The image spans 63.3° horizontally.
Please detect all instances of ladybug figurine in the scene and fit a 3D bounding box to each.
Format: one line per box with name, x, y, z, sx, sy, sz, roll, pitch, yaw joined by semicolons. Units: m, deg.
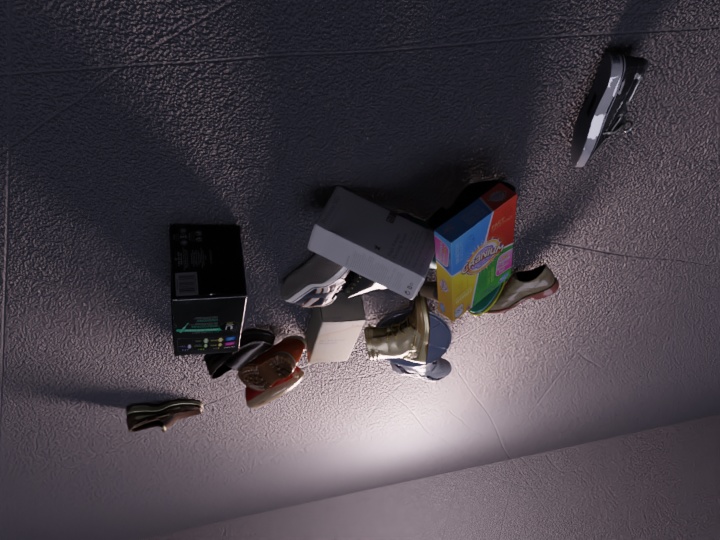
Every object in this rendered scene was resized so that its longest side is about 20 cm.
ladybug figurine;-0.224;0.283;1.479;0.199;0.073;0.135;-31;180;35

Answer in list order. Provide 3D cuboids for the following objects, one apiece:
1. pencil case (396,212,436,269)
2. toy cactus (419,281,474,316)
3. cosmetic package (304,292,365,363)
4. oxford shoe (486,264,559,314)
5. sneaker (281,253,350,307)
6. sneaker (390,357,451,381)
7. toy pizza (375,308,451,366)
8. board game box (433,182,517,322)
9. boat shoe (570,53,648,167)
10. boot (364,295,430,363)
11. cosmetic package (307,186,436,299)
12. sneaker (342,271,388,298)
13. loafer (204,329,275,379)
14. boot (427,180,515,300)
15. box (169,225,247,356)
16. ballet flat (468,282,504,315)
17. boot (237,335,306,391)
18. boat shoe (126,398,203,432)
pencil case;0.132;-0.043;1.111;0.198;0.087;0.092;18;166;-38
toy cactus;0.208;0.042;1.260;0.162;0.104;0.199;7;-170;23
cosmetic package;-0.061;0.133;1.330;0.102;0.074;0.201;-2;147;-16
oxford shoe;0.352;0.039;1.354;0.198;0.071;0.075;-24;120;21
sneaker;-0.068;0.014;1.140;0.079;0.080;0.199;22;145;-36
sneaker;0.188;0.243;1.582;0.197;0.076;0.115;12;144;-28
toy pizza;0.127;0.163;1.448;0.196;0.032;0.203;1;130;2
board game box;0.194;-0.026;0.988;0.152;0.040;0.202;-35;142;-19
boat shoe;0.383;-0.241;0.904;0.067;0.074;0.201;4;138;1
boot;0.084;0.139;1.365;0.152;0.073;0.202;2;133;4
cosmetic package;0.023;-0.047;0.970;0.197;0.102;0.074;26;143;1
sneaker;0.000;0.000;1.139;0.105;0.076;0.201;-19;148;7
loafer;-0.277;0.200;1.357;0.198;0.072;0.073;-28;145;23
boot;0.200;-0.053;1.057;0.198;0.069;0.176;-30;132;-14
box;-0.274;0.040;1.037;0.122;0.151;0.201;-2;147;-17
ballet flat;0.259;0.000;1.140;0.066;0.203;0.067;13;166;28
boot;-0.208;0.219;1.394;0.198;0.108;0.075;-26;109;35
boat shoe;-0.526;0.400;1.577;0.199;0.076;0.075;-5;148;-13
